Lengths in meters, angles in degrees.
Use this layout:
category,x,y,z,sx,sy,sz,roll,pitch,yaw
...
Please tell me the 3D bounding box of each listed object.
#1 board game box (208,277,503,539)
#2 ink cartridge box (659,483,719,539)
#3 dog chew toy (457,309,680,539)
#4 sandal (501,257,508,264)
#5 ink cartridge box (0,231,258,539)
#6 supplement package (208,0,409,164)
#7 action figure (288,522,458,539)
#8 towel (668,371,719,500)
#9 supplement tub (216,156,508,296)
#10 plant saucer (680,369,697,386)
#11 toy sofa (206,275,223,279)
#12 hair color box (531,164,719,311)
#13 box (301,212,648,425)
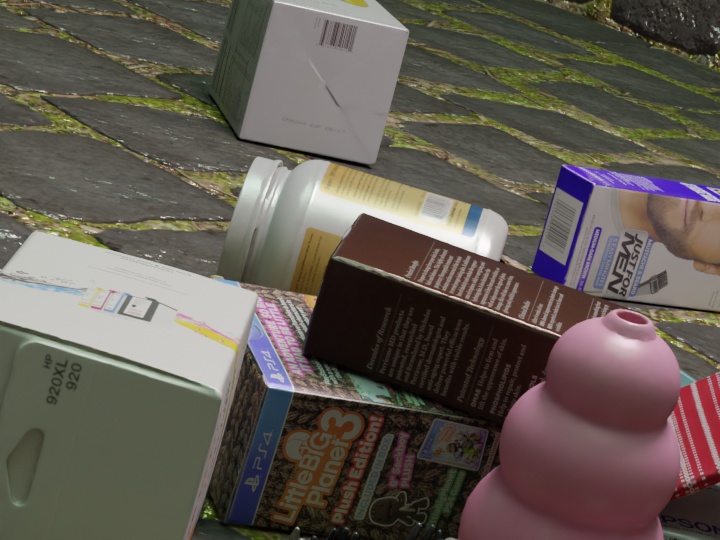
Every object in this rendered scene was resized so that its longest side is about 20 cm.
category,x,y,z,sx,sy,sz,roll,pitch,yaw
board game box,-0.001,0.095,1.569,0.199,0.097,0.160,10,21,-20
ink cartridge box,0.259,0.175,1.686,0.195,0.044,0.200,13,16,-9
dog chew toy,0.131,0.119,1.431,0.124,0.201,0.125,14,18,-5
sandal,0.099,0.005,2.118,0.080,0.054,0.200,10,16,-22
ink cartridge box,-0.150,0.085,1.373,0.144,0.148,0.200,16,15,0
supplement package,-0.058,-0.221,2.601,0.151,0.151,0.200,11,15,-17
action figure,0.003,0.182,1.265,0.118,0.103,0.200,6,14,-2
towel,0.206,0.121,1.638,0.199,0.023,0.145,-22,18,7
supplement tub,0.000,0.000,1.852,0.199,0.145,0.145,17,14,3
plant saucer,0.267,0.107,1.994,0.070,0.019,0.200,8,16,-29
toy sofa,-0.031,0.073,1.711,0.199,0.098,0.083,12,-10,-15
hair color box,0.270,-0.029,2.320,0.199,0.110,0.065,6,18,-32
box,0.073,0.040,1.530,0.199,0.075,0.100,22,20,5
